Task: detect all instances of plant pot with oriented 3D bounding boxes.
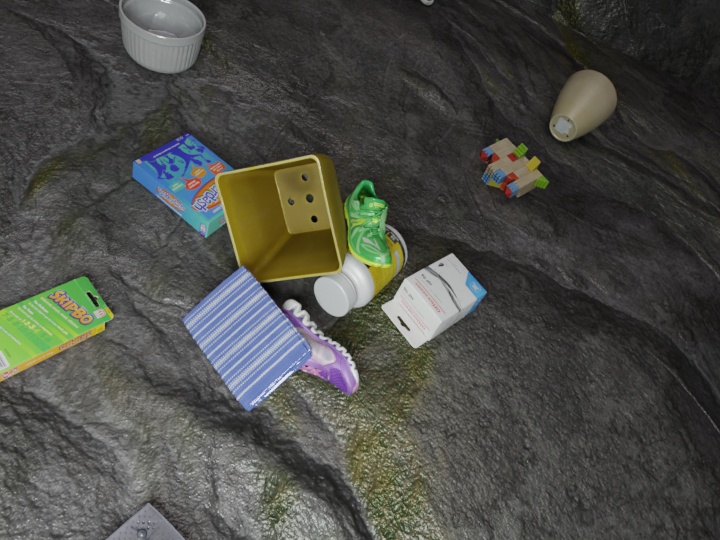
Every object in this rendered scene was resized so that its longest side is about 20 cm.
[{"bbox_3d":[-0.121,-0.113,1.042,0.194,0.206,0.177,-7,20,17],"label":"plant pot"},{"bbox_3d":[0.696,-0.511,1.819,0.186,0.189,0.200,40,61,12],"label":"plant pot"}]

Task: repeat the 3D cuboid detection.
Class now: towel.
[{"bbox_3d":[-0.187,0.109,0.930,0.144,0.024,0.201,-40,72,-7],"label":"towel"}]

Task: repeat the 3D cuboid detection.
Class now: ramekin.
[{"bbox_3d":[-0.472,-0.565,1.341,0.195,0.106,0.204,13,48,-15],"label":"ramekin"}]

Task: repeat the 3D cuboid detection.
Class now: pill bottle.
[{"bbox_3d":[0.000,0.000,1.088,0.111,0.112,0.200,38,47,10],"label":"pill bottle"}]

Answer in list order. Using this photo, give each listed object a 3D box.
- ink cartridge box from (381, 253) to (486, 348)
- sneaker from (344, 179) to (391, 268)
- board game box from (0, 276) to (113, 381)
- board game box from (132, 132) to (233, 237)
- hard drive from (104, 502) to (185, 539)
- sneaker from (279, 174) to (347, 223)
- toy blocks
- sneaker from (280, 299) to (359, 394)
[{"bbox_3d":[0.150,0.058,1.141,0.197,0.069,0.116,-26,66,-38],"label":"ink cartridge box"},{"bbox_3d":[0.014,-0.089,1.035,0.072,0.085,0.203,4,47,-24],"label":"sneaker"},{"bbox_3d":[-0.484,0.086,0.845,0.198,0.030,0.096,-32,71,-37],"label":"board game box"},{"bbox_3d":[-0.328,-0.175,1.125,0.198,0.045,0.152,38,46,7],"label":"board game box"},{"bbox_3d":[-0.247,0.405,0.680,0.199,0.043,0.134,43,48,13],"label":"hard drive"},{"bbox_3d":[-0.117,-0.123,1.171,0.105,0.076,0.200,-25,57,-33],"label":"sneaker"},{"bbox_3d":[0.391,-0.270,1.524,0.134,0.101,0.202,-26,66,-26],"label":"toy blocks"},{"bbox_3d":[-0.088,0.145,0.955,0.199,0.081,0.088,41,54,18],"label":"sneaker"}]
